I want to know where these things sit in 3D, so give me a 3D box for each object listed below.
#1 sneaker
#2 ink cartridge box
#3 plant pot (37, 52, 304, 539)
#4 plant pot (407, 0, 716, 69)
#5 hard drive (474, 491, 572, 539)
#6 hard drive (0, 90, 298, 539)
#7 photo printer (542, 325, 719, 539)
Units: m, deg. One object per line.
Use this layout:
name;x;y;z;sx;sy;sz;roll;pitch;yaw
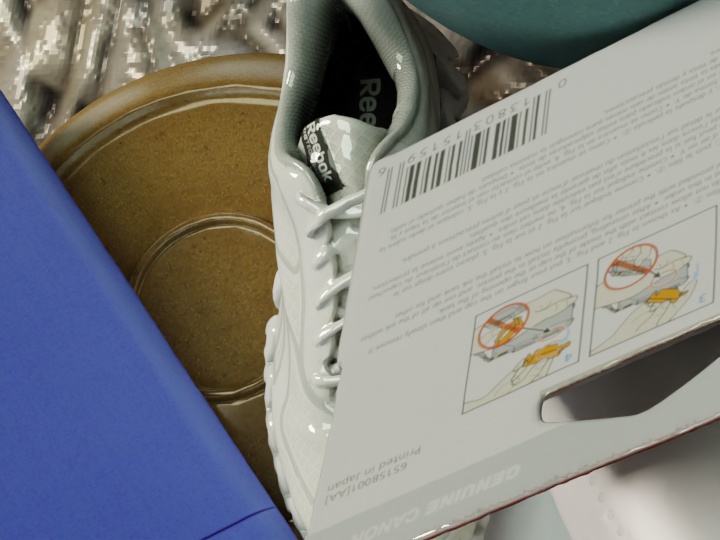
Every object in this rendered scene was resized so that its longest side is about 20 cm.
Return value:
sneaker;0.000;0.000;0.791;0.075;0.081;0.201;-8;70;5
ink cartridge box;0.084;-0.003;0.648;0.199;0.044;0.174;-26;32;26
plant pot;-0.044;0.015;0.849;0.199;0.028;0.201;-3;69;8
plant pot;0.057;-0.158;0.702;0.199;0.135;0.201;0;91;16
hard drive;0.052;0.130;0.778;0.200;0.026;0.132;-46;57;2
hard drive;-0.124;0.041;0.803;0.131;0.025;0.200;-25;65;-24
photo printer;0.144;0.022;0.722;0.199;0.069;0.167;-29;59;12
